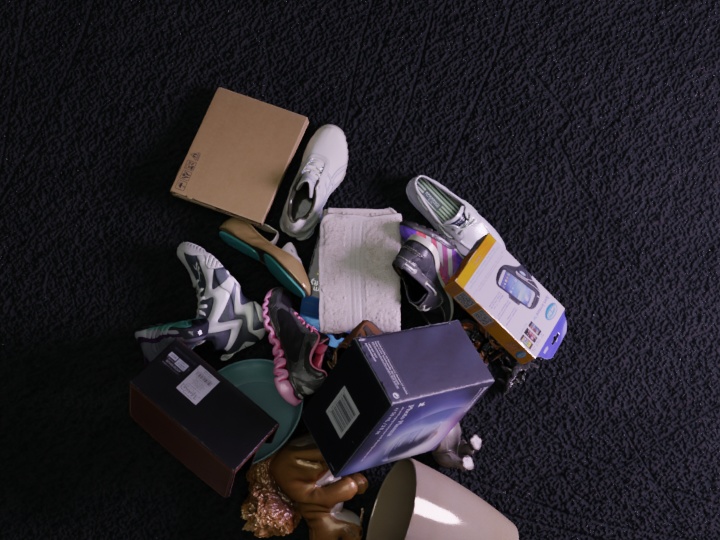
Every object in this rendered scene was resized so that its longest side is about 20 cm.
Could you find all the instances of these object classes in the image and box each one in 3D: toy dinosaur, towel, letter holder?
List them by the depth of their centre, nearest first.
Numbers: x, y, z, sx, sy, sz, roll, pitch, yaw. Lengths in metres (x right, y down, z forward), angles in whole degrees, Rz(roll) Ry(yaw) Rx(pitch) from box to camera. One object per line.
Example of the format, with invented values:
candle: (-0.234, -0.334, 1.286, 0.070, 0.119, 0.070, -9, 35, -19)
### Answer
letter holder: (-0.235, 0.223, 1.576, 0.200, 0.142, 0.101, 38, 59, 10)
towel: (0.000, 0.000, 1.678, 0.132, 0.034, 0.200, 0, 84, -2)
toy dinosaur: (0.215, 0.120, 1.712, 0.200, 0.102, 0.136, -42, 71, 11)

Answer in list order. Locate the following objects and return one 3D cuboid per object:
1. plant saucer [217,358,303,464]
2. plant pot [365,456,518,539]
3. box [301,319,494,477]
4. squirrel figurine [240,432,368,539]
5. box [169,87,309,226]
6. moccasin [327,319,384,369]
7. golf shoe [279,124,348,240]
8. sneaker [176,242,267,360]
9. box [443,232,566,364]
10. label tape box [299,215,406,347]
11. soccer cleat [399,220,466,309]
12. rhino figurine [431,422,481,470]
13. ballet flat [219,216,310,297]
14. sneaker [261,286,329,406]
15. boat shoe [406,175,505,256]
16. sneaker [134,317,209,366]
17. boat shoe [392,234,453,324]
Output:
plant saucer: (-0.180, 0.230, 1.673, 0.200, 0.036, 0.200, -11, 48, 12)
plant pot: (0.135, 0.408, 1.647, 0.200, 0.187, 0.188, 21, 84, -13)
box: (0.054, 0.187, 1.566, 0.198, 0.200, 0.123, -9, 56, -37)
squirrel figurine: (-0.085, 0.359, 1.672, 0.200, 0.142, 0.187, -12, 95, 11)
box: (-0.196, -0.186, 1.736, 0.163, 0.021, 0.200, 20, 73, 7)
moccasin: (-0.012, 0.142, 1.645, 0.078, 0.201, 0.074, -42, 86, -21)
golf shoe: (-0.071, -0.148, 1.724, 0.078, 0.097, 0.200, 18, 83, 2)
sneaker: (-0.250, 0.060, 1.706, 0.130, 0.079, 0.199, -44, 97, -14)
box: (0.233, 0.052, 1.664, 0.200, 0.041, 0.119, 45, 54, -9)
label tape box: (-0.015, 0.027, 1.724, 0.144, 0.063, 0.200, 14, 84, 0)
soccer cleat: (0.128, -0.009, 1.697, 0.200, 0.068, 0.073, 35, 86, -32)
rhino figurine: (0.121, 0.226, 1.701, 0.060, 0.087, 0.200, -21, 84, -31)
ballet flat: (-0.141, -0.033, 1.704, 0.200, 0.069, 0.063, 36, 69, 22)
sneaker: (-0.092, 0.107, 1.655, 0.095, 0.079, 0.200, -24, 60, 15)
boat shoe: (0.153, -0.079, 1.738, 0.200, 0.067, 0.074, 37, 85, 2)
sneaker: (-0.283, 0.123, 1.656, 0.074, 0.200, 0.088, -13, 92, -32)
boat shoe: (0.094, 0.031, 1.673, 0.072, 0.200, 0.068, 19, 59, 31)
